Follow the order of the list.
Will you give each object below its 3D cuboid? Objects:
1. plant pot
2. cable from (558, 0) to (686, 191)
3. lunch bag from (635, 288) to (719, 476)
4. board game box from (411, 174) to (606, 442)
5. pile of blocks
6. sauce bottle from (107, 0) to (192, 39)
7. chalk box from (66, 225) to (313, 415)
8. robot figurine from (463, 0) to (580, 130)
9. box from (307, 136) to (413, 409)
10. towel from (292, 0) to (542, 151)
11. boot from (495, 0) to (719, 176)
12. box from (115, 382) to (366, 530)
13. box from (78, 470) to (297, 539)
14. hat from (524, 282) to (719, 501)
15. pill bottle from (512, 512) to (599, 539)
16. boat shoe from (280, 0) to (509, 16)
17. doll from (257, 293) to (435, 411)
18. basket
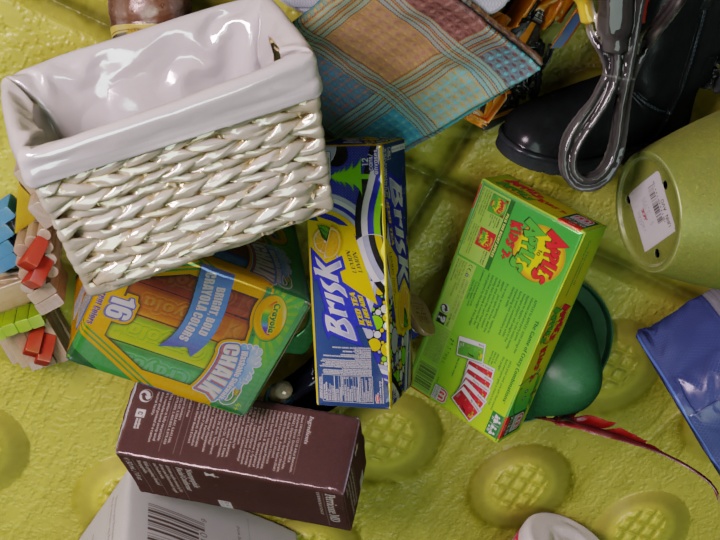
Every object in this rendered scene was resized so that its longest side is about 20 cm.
[{"bbox_3d":[0.309,-0.058,0.900,0.198,0.187,0.188,-6,122,-18],"label":"plant pot"},{"bbox_3d":[0.186,-0.160,0.834,0.096,0.050,0.202,-4,111,-11],"label":"cable"},{"bbox_3d":[0.362,0.113,1.059,0.132,0.136,0.200,-32,121,10],"label":"lunch bag"},{"bbox_3d":[0.120,0.032,0.978,0.047,0.101,0.201,-15,130,-55],"label":"board game box"},{"bbox_3d":[-0.274,0.004,0.927,0.081,0.062,0.201,1,120,-11],"label":"pile of blocks"},{"bbox_3d":[-0.152,-0.169,0.845,0.064,0.065,0.201,-9,121,-4],"label":"sauce bottle"},{"bbox_3d":[-0.119,0.023,0.929,0.199,0.124,0.125,20,116,-20],"label":"chalk box"},{"bbox_3d":[0.102,-0.198,0.874,0.144,0.058,0.201,23,114,-19],"label":"robot figurine"},{"bbox_3d":[0.000,0.000,0.889,0.064,0.070,0.202,1,101,17],"label":"box"},{"bbox_3d":[0.017,-0.148,0.844,0.146,0.022,0.200,31,148,-24],"label":"towel"},{"bbox_3d":[0.206,-0.160,0.887,0.197,0.073,0.163,-7,130,-30],"label":"boot"},{"bbox_3d":[-0.099,0.160,0.989,0.198,0.075,0.100,7,150,8],"label":"box"},{"bbox_3d":[-0.171,0.333,1.059,0.199,0.199,0.172,28,113,-24],"label":"box"},{"bbox_3d":[0.175,0.113,1.001,0.198,0.176,0.167,-18,122,1],"label":"hat"},{"bbox_3d":[0.171,0.358,1.187,0.110,0.111,0.201,19,115,-20],"label":"pill bottle"},{"bbox_3d":[0.024,-0.217,0.823,0.198,0.062,0.072,10,131,22],"label":"boat shoe"},{"bbox_3d":[-0.023,0.093,1.012,0.200,0.049,0.136,-38,156,27],"label":"doll"},{"bbox_3d":[-0.125,-0.086,0.782,0.199,0.136,0.124,-21,126,-9],"label":"basket"}]
